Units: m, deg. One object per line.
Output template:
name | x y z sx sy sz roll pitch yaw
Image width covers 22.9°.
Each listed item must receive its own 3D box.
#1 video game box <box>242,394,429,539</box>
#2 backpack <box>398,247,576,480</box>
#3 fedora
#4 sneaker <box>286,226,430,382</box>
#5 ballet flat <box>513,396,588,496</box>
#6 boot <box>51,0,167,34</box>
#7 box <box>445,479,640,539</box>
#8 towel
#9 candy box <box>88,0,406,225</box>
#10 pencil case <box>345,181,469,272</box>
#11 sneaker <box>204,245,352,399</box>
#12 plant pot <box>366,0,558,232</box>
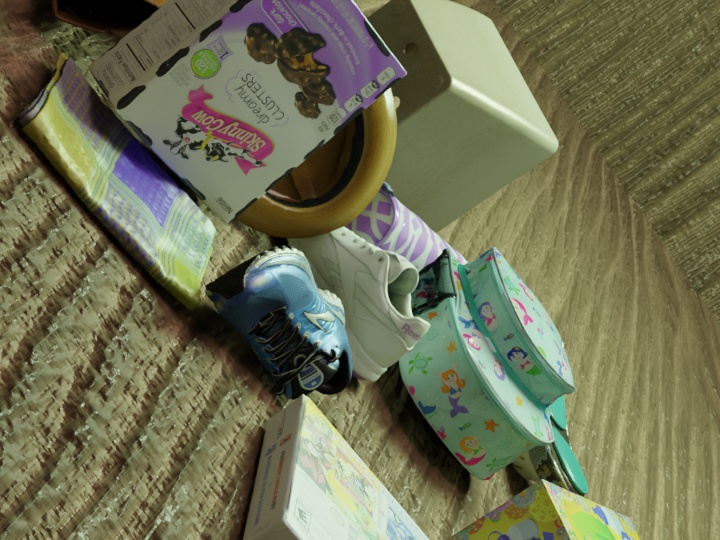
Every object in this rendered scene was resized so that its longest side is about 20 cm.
video game box | -0.002 0.212 1.293 0.200 0.047 0.182 51 19 -16
backpack | 0.114 0.090 1.681 0.178 0.150 0.200 52 22 -25
fedora | -0.065 -0.130 1.578 0.201 0.201 0.082 49 -7 -20
sneaker | 0.000 0.000 1.601 0.075 0.099 0.200 27 32 -57
ballet flat | 0.187 0.178 1.837 0.072 0.072 0.201 46 21 -30
boot | -0.162 -0.244 1.479 0.155 0.199 0.077 -102 -165 -66
box | 0.185 0.307 1.501 0.192 0.122 0.200 28 32 -55
towel | -0.181 -0.069 1.363 0.200 0.023 0.144 51 17 -16
candy box | -0.089 -0.160 1.437 0.168 0.200 0.072 47 4 -45
pencil case | 0.049 -0.008 1.794 0.085 0.084 0.200 38 -2 46
sneaker | -0.052 0.047 1.397 0.200 0.078 0.089 37 26 -60
plant pot | 0.061 -0.182 1.924 0.177 0.200 0.200 31 30 -57
